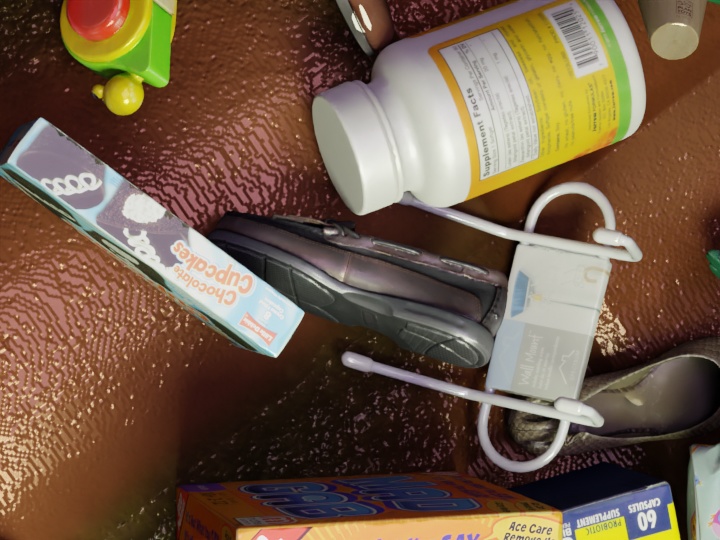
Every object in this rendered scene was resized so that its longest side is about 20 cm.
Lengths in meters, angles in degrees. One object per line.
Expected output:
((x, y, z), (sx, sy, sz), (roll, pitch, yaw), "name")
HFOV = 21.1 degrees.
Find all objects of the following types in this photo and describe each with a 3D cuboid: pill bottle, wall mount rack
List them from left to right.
((0.074, -0.108, 1.256), (0.198, 0.111, 0.112), (-21, 97, -14), "pill bottle")
((0.090, 0.025, 1.283), (0.172, 0.075, 0.202), (10, 80, 22), "wall mount rack")

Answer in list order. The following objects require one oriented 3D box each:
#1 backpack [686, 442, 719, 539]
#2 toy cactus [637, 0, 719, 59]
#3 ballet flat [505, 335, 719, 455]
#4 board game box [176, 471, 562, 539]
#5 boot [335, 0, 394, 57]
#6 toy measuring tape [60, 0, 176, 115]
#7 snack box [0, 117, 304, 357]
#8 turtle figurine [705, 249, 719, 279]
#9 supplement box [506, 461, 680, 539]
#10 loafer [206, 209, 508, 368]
((0.298, 0.190, 1.285), (0.152, 0.200, 0.178), (-12, 70, 25), "backpack")
((0.212, -0.209, 1.273), (0.199, 0.102, 0.166), (24, 44, -20), "toy cactus")
((0.196, 0.089, 1.329), (0.198, 0.046, 0.068), (-9, 94, -16), "ballet flat")
((0.000, 0.239, 1.197), (0.198, 0.200, 0.202), (-2, 91, -15), "board game box")
((0.066, -0.248, 1.249), (0.198, 0.068, 0.190), (-11, 82, 4), "boot")
((-0.152, -0.193, 1.221), (0.073, 0.074, 0.202), (6, 73, -16), "toy measuring tape")
((-0.134, -0.020, 1.196), (0.199, 0.116, 0.037), (37, 82, -13), "snack box")
((0.343, -0.037, 1.347), (0.200, 0.101, 0.150), (-40, 101, -6), "turtle figurine")
((0.155, 0.243, 1.289), (0.108, 0.109, 0.202), (-13, 95, -15), "supplement box")
((0.000, 0.000, 1.247), (0.198, 0.072, 0.063), (22, 67, 9), "loafer")
